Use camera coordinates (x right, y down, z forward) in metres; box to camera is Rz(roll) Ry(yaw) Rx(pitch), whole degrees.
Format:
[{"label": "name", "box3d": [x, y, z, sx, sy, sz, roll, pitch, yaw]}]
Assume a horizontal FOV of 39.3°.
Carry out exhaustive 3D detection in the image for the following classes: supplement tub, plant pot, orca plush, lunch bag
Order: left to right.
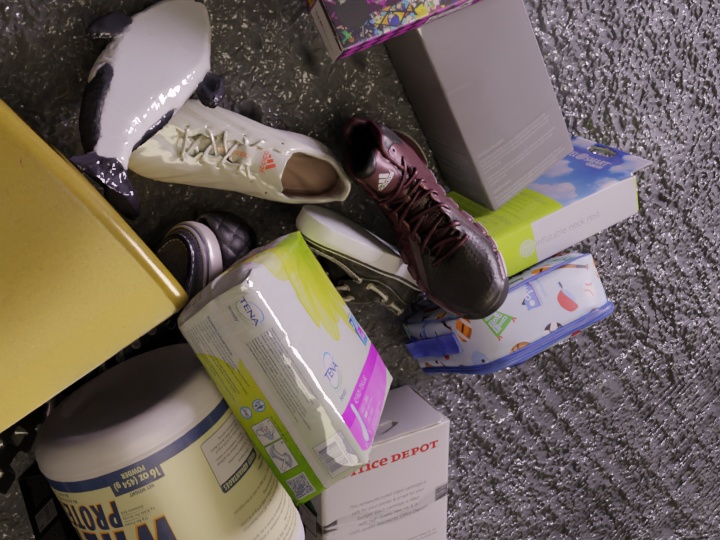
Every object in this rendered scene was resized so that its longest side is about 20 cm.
[{"label": "plant pot", "box3d": [-0.266, -0.017, 0.693, 0.199, 0.200, 0.177, -35, 113, -11]}, {"label": "orca plush", "box3d": [-0.158, -0.115, 0.733, 0.105, 0.201, 0.071, 13, 143, -20]}, {"label": "supplement tub", "box3d": [-0.126, 0.170, 0.722, 0.144, 0.145, 0.201, -28, 109, -16]}, {"label": "lunch bag", "box3d": [0.129, 0.046, 0.947, 0.160, 0.200, 0.076, -27, 92, -18]}]

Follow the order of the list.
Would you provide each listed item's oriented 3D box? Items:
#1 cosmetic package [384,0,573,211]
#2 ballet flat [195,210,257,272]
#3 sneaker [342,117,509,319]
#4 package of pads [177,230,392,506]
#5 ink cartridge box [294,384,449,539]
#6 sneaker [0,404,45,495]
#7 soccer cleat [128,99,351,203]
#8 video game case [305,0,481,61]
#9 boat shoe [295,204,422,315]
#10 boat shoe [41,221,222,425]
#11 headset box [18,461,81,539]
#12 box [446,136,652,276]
[{"label": "cosmetic package", "box3d": [0.103, -0.166, 0.893, 0.107, 0.090, 0.201, -35, 122, -12]}, {"label": "ballet flat", "box3d": [-0.134, 0.049, 0.839, 0.057, 0.066, 0.201, 15, 84, -45]}, {"label": "sneaker", "box3d": [0.039, -0.048, 0.831, 0.076, 0.200, 0.115, -41, 155, 12]}, {"label": "package of pads", "box3d": [-0.047, 0.057, 0.735, 0.068, 0.200, 0.155, -32, 97, 11]}, {"label": "ink cartridge box", "box3d": [0.009, 0.233, 1.025, 0.145, 0.084, 0.201, -13, 118, -25]}, {"label": "sneaker", "box3d": [-0.286, 0.091, 0.798, 0.201, 0.088, 0.074, -58, 157, -24]}, {"label": "soccer cleat", "box3d": [-0.098, -0.093, 0.813, 0.199, 0.078, 0.070, 6, 109, -32]}, {"label": "video game case", "box3d": [0.030, -0.281, 0.775, 0.199, 0.036, 0.182, -26, 93, -18]}, {"label": "boat shoe", "box3d": [0.000, 0.000, 0.894, 0.064, 0.071, 0.200, -55, 145, 6]}, {"label": "boat shoe", "box3d": [-0.179, 0.055, 0.788, 0.093, 0.074, 0.201, 4, 109, -57]}, {"label": "headset box", "box3d": [-0.187, 0.242, 0.876, 0.075, 0.149, 0.200, -46, 126, -2]}, {"label": "box", "box3d": [0.163, -0.061, 0.953, 0.199, 0.122, 0.048, -24, 119, -18]}]
